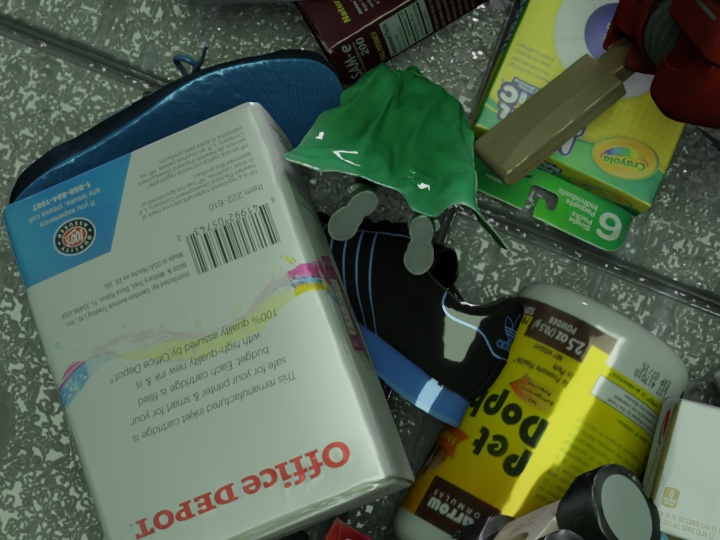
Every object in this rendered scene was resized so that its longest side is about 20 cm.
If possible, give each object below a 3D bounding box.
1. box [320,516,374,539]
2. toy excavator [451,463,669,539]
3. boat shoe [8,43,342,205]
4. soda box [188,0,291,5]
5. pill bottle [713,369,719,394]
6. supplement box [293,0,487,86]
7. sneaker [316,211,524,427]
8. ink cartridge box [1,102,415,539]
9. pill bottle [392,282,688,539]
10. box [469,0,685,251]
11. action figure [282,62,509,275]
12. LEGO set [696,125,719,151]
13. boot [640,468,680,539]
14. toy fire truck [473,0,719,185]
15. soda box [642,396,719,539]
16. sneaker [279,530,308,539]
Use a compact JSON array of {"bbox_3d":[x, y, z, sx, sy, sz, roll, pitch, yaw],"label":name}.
[{"bbox_3d":[-0.027,0.237,0.787,0.099,0.096,0.201,31,121,0],"label":"box"},{"bbox_3d":[0.132,0.193,0.741,0.100,0.194,0.201,-31,93,37],"label":"toy excavator"},{"bbox_3d":[-0.108,-0.080,0.871,0.198,0.069,0.085,-19,115,-3],"label":"boat shoe"},{"bbox_3d":[-0.005,-0.187,0.824,0.198,0.063,0.069,0,76,11],"label":"soda box"},{"bbox_3d":[0.273,0.135,0.862,0.110,0.111,0.202,-23,86,-6],"label":"pill bottle"},{"bbox_3d":[0.046,-0.206,0.884,0.199,0.061,0.109,-30,73,1],"label":"supplement box"},{"bbox_3d":[0.000,0.000,0.853,0.199,0.070,0.078,36,92,22],"label":"sneaker"},{"bbox_3d":[-0.075,0.041,0.783,0.143,0.085,0.202,-22,76,6],"label":"ink cartridge box"},{"bbox_3d":[0.090,0.116,0.851,0.109,0.109,0.201,30,82,-1],"label":"pill bottle"},{"bbox_3d":[0.142,-0.123,0.914,0.116,0.048,0.202,24,84,0],"label":"box"},{"bbox_3d":[0.023,-0.067,0.833,0.117,0.200,0.055,26,116,-6],"label":"action figure"},{"bbox_3d":[0.275,-0.016,0.847,0.116,0.154,0.200,-44,68,11],"label":"LEGO set"},{"bbox_3d":[0.193,0.202,0.859,0.154,0.073,0.201,28,95,-1],"label":"boot"},{"bbox_3d":[0.156,-0.116,0.805,0.127,0.177,0.202,7,122,-19],"label":"toy fire truck"},{"bbox_3d":[0.243,0.122,0.778,0.198,0.064,0.069,16,88,6],"label":"soda box"},{"bbox_3d":[-0.087,0.076,0.859,0.084,0.074,0.200,-40,88,-8],"label":"sneaker"}]
